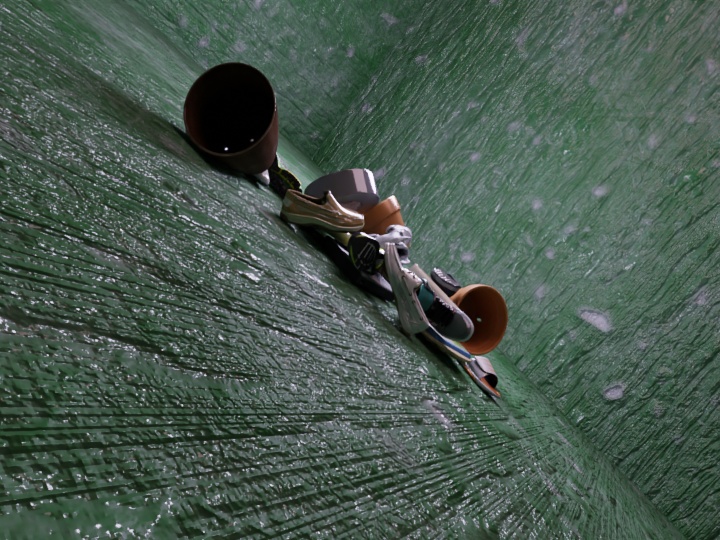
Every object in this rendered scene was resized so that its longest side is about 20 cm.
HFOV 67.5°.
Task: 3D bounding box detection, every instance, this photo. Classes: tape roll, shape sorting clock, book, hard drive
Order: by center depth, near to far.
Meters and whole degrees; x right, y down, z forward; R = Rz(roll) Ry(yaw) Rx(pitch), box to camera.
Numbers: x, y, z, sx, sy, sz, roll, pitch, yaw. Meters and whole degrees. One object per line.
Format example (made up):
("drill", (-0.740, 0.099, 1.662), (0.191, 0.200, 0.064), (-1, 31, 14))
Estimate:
("hard drive", (0.000, 0.000, 1.268), (0.140, 0.033, 0.199), (48, 8, 30))
("shape sorting clock", (0.186, 0.164, 1.316), (0.197, 0.040, 0.200), (36, 10, -7))
("tape roll", (-0.050, -0.191, 1.407), (0.199, 0.194, 0.069), (20, 53, -70))
("book", (0.189, 0.099, 1.442), (0.200, 0.047, 0.136), (45, -30, 22))

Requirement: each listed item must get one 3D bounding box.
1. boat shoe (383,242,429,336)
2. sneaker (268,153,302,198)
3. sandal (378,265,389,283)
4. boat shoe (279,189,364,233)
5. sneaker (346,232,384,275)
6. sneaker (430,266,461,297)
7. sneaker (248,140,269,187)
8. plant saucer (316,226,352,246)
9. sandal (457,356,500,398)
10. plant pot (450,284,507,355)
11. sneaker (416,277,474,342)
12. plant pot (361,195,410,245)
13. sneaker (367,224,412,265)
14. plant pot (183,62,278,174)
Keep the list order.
("boat shoe", (0.102, 0.033, 1.161), (0.071, 0.067, 0.208), (0, 73, -75))
("sneaker", (-0.226, -0.256, 1.388), (0.202, 0.077, 0.085), (51, 0, -4))
("sandal", (0.089, 0.030, 1.418), (0.200, 0.080, 0.054), (47, -1, 11))
("boat shoe", (-0.073, -0.132, 1.152), (0.193, 0.079, 0.072), (5, 24, -30))
("sneaker", (0.000, -0.045, 1.169), (0.080, 0.075, 0.200), (37, -2, 17))
("sneaker", (0.203, 0.072, 1.506), (0.077, 0.146, 0.201), (49, 11, 24))
("sneaker", (-0.250, -0.271, 1.272), (0.071, 0.072, 0.203), (34, 19, -45))
("plant saucer", (-0.084, -0.109, 1.286), (0.196, 0.032, 0.200), (33, 1, -1))
("sandal", (0.304, 0.245, 1.414), (0.078, 0.060, 0.208), (34, 12, -44))
("plant pot", (0.329, 0.140, 1.642), (0.198, 0.203, 0.139), (38, -9, -22))
("sneaker", (0.163, 0.083, 1.222), (0.198, 0.085, 0.120), (34, 1, 36))
("plant pot", (0.050, -0.092, 1.515), (0.143, 0.196, 0.200), (57, 8, -1))
("sneaker", (0.093, -0.060, 1.336), (0.112, 0.078, 0.196), (15, 22, 38))
("plant pot", (-0.242, -0.284, 1.114), (0.186, 0.187, 0.200), (43, -7, 11))
